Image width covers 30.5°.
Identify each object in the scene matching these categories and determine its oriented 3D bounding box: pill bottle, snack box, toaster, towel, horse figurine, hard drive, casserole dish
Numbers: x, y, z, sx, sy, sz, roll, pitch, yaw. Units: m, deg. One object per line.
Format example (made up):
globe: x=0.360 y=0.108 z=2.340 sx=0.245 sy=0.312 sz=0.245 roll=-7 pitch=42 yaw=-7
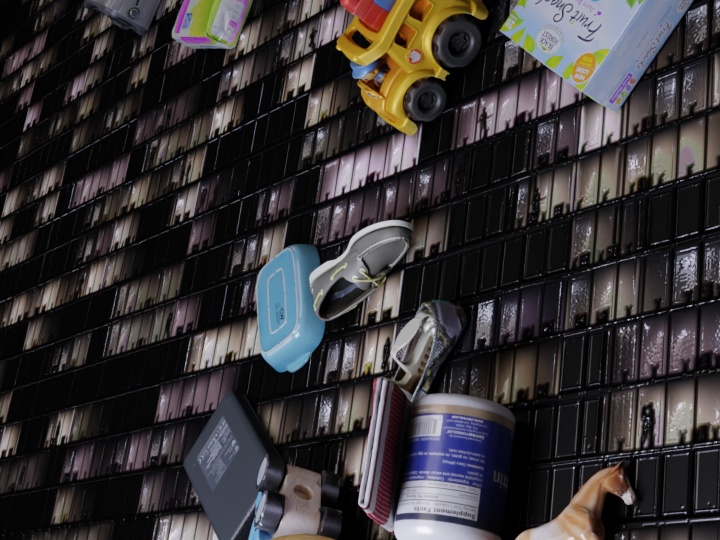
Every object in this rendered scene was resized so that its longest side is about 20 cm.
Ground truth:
pill bottle: x=0.097 y=0.240 z=1.395 sx=0.116 sy=0.116 sz=0.201 roll=-14 pitch=60 yaw=49
snack box: x=0.270 y=-0.298 z=1.516 sx=0.169 sy=0.068 sz=0.200 roll=-56 pitch=34 yaw=15
toaster: x=-0.466 y=-0.553 z=2.629 sx=0.129 sy=0.113 sz=0.200 roll=-62 pitch=32 yaw=0
towel: x=0.040 y=0.211 z=1.434 sx=0.023 sy=0.200 sz=0.144 roll=1 pitch=68 yaw=20
horse figurine: x=0.196 y=0.286 z=1.292 sx=0.200 sy=0.050 sz=0.133 roll=-43 pitch=41 yaw=31
hard drive: x=-0.173 y=0.276 z=1.813 sx=0.140 sy=0.033 sz=0.200 roll=-57 pitch=35 yaw=13
casserole dish: x=-0.103 y=0.047 z=1.849 sx=0.121 sy=0.039 sz=0.200 roll=-38 pitch=44 yaw=36

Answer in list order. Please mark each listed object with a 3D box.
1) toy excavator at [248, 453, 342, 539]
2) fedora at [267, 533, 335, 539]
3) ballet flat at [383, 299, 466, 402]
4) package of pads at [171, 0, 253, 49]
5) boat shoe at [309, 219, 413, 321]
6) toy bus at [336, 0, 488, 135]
toy excavator: x=-0.101 y=0.357 z=1.608 sx=0.195 sy=0.100 sz=0.200 roll=-91 pitch=22 yaw=-57
fedora: x=-0.061 y=0.385 z=1.512 sx=0.201 sy=0.200 sz=0.082 roll=-62 pitch=-2 yaw=6
ballet flat: x=0.056 y=0.124 z=1.561 sx=0.072 sy=0.072 sz=0.201 roll=26 pitch=92 yaw=56
package of pads: x=-0.245 y=-0.490 z=2.326 sx=0.154 sy=0.068 sz=0.201 roll=14 pitch=83 yaw=56
boat shoe: x=0.003 y=0.001 z=1.705 sx=0.202 sy=0.072 sz=0.060 roll=-38 pitch=45 yaw=45
toy bus: x=0.038 y=-0.304 z=1.726 sx=0.200 sy=0.192 sz=0.136 roll=-60 pitch=36 yaw=12
